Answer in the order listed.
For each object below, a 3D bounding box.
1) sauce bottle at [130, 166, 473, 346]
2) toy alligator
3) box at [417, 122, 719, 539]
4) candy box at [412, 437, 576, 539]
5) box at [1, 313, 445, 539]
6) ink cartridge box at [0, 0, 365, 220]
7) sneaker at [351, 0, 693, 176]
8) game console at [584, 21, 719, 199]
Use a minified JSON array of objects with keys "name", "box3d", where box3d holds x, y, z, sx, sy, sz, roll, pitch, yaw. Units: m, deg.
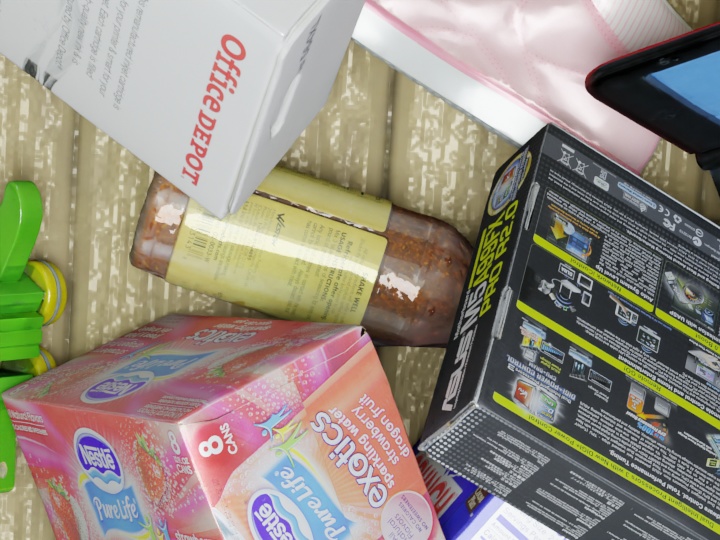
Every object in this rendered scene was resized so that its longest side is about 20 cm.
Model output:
[{"name":"sauce bottle","box3d":[0.000,0.000,1.205,0.199,0.066,0.066,20,98,-2]},{"name":"toy alligator","box3d":[-0.176,0.056,1.228,0.054,0.059,0.201,15,102,40]},{"name":"box","box3d":[0.131,0.052,1.123,0.199,0.161,0.044,30,138,-15]},{"name":"candy box","box3d":[0.021,0.156,1.182,0.077,0.169,0.200,42,95,-9]},{"name":"box","box3d":[-0.062,0.082,1.145,0.094,0.200,0.103,-25,103,-25]},{"name":"ink cartridge box","box3d":[-0.098,-0.137,1.126,0.200,0.146,0.084,37,60,7]},{"name":"sneaker","box3d":[0.058,-0.121,1.193,0.200,0.075,0.105,31,95,-8]},{"name":"game console","box3d":[0.222,-0.041,1.127,0.199,0.119,0.173,-17,97,32]}]
